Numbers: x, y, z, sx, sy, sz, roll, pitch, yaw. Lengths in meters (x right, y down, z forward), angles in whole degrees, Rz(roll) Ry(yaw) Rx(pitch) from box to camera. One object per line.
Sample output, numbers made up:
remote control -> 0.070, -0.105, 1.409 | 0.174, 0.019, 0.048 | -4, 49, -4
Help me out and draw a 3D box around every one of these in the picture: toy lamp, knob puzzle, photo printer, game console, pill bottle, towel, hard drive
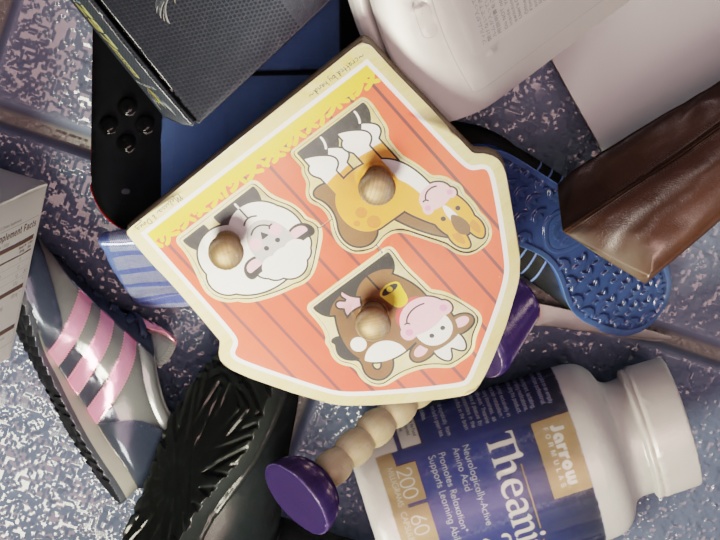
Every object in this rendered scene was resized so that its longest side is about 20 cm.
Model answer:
toy lamp -> 0.029, 0.073, 1.471 | 0.200, 0.058, 0.058 | -39, 110, -27
knob puzzle -> 0.000, 0.000, 1.366 | 0.219, 0.030, 0.220 | 0, 116, 1
photo printer -> 0.070, -0.187, 1.380 | 0.200, 0.069, 0.167 | -38, 124, -32
game console -> -0.054, -0.108, 1.428 | 0.199, 0.031, 0.177 | -1, 84, 3
pill bottle -> 0.101, 0.122, 1.518 | 0.200, 0.111, 0.111 | -18, 108, 0
towel -> -0.045, -0.001, 1.447 | 0.199, 0.147, 0.024 | 0, 78, 1
hard drive -> 0.223, -0.132, 1.476 | 0.200, 0.025, 0.132 | -29, 87, 4

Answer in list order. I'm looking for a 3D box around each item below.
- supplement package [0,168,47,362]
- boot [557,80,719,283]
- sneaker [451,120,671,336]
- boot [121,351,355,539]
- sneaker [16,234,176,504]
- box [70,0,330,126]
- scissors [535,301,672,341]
supplement package -> -0.301, -0.015, 1.383 | 0.200, 0.156, 0.111 | 18, 106, 11
boot -> 0.220, -0.044, 1.383 | 0.200, 0.186, 0.064 | -33, 129, -6
sneaker -> 0.107, -0.032, 1.499 | 0.200, 0.078, 0.070 | 36, 95, -37
boot -> -0.050, 0.151, 1.513 | 0.168, 0.076, 0.200 | 23, 95, -41
sneaker -> -0.159, 0.037, 1.498 | 0.082, 0.070, 0.200 | -29, 111, -14
box -> -0.075, -0.203, 1.366 | 0.200, 0.051, 0.158 | -43, 116, -12
scissors -> 0.094, 0.018, 1.536 | 0.199, 0.014, 0.073 | -3, 105, -3
